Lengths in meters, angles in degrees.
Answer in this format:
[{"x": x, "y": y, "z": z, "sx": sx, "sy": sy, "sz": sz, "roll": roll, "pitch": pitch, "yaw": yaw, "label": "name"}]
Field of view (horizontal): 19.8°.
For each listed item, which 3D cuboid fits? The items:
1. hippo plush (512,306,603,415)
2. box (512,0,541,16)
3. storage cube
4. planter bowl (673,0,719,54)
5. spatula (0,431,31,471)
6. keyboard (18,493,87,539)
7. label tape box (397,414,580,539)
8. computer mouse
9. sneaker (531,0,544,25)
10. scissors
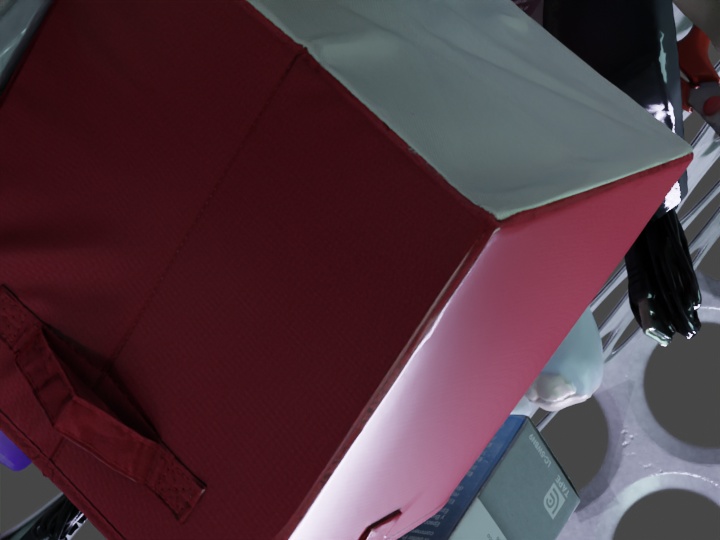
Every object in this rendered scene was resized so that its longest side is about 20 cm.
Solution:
[{"x": 0.048, "y": 0.014, "z": 1.110, "sx": 0.200, "sy": 0.160, "sz": 0.160, "roll": -34, "pitch": 167, "yaw": 38, "label": "hippo plush"}, {"x": 0.029, "y": -0.123, "z": 0.837, "sx": 0.200, "sy": 0.075, "sz": 0.100, "roll": -53, "pitch": 167, "yaw": 26, "label": "box"}, {"x": -0.021, "y": -0.013, "z": 0.723, "sx": 0.180, "sy": 0.171, "sz": 0.200, "roll": -56, "pitch": 162, "yaw": 25, "label": "storage cube"}, {"x": 0.189, "y": -0.216, "z": 0.965, "sx": 0.200, "sy": 0.135, "sz": 0.200, "roll": -46, "pitch": 168, "yaw": -13, "label": "planter bowl"}, {"x": -0.139, "y": 0.072, "z": 0.940, "sx": 0.057, "sy": 0.021, "sz": 0.200, "roll": -47, "pitch": 174, "yaw": -9, "label": "spatula"}, {"x": -0.134, "y": 0.110, "z": 1.019, "sx": 0.200, "sy": 0.021, "sz": 0.127, "roll": -47, "pitch": -179, "yaw": -22, "label": "keyboard"}, {"x": -0.008, "y": 0.156, "z": 0.979, "sx": 0.144, "sy": 0.063, "sz": 0.200, "roll": 0, "pitch": -136, "yaw": 46, "label": "label tape box"}, {"x": 0.107, "y": -0.070, "z": 0.860, "sx": 0.201, "sy": 0.052, "sz": 0.139, "roll": 72, "pitch": 14, "yaw": -55, "label": "computer mouse"}, {"x": 0.079, "y": -0.130, "z": 0.923, "sx": 0.201, "sy": 0.100, "sz": 0.075, "roll": -54, "pitch": 162, "yaw": 19, "label": "sneaker"}, {"x": 0.169, "y": -0.089, "z": 0.989, "sx": 0.073, "sy": 0.014, "sz": 0.200, "roll": -49, "pitch": -147, "yaw": 0, "label": "scissors"}]
